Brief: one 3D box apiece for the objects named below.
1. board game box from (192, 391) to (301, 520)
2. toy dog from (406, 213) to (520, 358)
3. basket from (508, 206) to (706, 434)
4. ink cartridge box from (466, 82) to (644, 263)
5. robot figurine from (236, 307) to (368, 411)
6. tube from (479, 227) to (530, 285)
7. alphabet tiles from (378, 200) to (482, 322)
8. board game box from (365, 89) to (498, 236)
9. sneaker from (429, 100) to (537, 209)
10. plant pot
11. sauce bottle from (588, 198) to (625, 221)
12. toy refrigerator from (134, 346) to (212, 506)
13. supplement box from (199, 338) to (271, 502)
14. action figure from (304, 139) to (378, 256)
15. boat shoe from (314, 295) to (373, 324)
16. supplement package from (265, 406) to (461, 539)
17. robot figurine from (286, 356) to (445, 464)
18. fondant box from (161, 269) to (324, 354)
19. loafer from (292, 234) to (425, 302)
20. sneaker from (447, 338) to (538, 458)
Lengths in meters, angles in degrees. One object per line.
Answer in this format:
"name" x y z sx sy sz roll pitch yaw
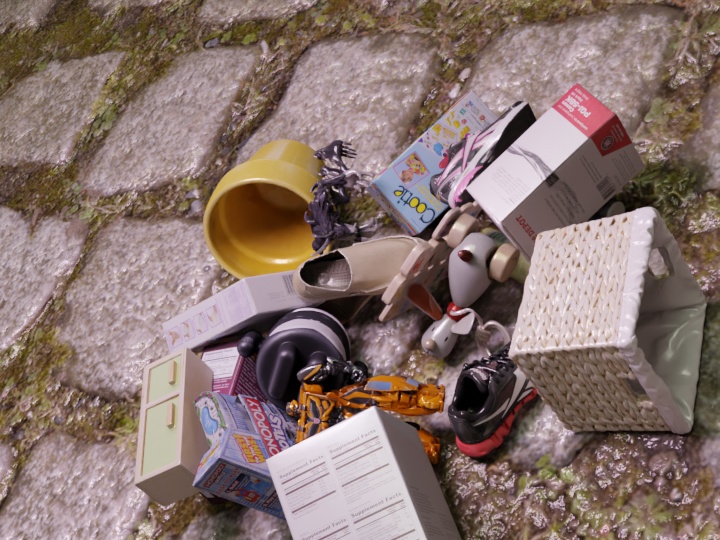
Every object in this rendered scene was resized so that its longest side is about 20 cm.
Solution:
"board game box" -0.134 0.232 1.577 0.062 0.200 0.200 -49 46 23
"toy dog" 0.127 0.029 1.592 0.132 0.096 0.200 12 104 30
"basket" 0.297 0.064 1.449 0.161 0.198 0.200 -6 50 34
"ink cartridge box" 0.254 -0.121 1.599 0.200 0.147 0.083 -43 54 3
"robot figurine" -0.077 0.124 1.679 0.125 0.150 0.200 -33 8 9
"tube" 0.239 -0.001 1.667 0.200 0.052 0.058 27 112 42
"alphabet tiles" 0.100 -0.012 1.667 0.015 0.200 0.196 41 118 16
"board game box" 0.117 -0.156 1.818 0.200 0.105 0.103 -43 3 -6
"sneaker" 0.168 -0.170 1.734 0.086 0.080 0.200 25 62 38
"plant pot" -0.127 -0.104 1.923 0.201 0.201 0.189 -18 29 22
"sauce bottle" 0.278 -0.101 1.713 0.200 0.065 0.065 27 71 45
"toy refrigerator" -0.249 0.204 1.637 0.076 0.070 0.200 -25 41 20
"supplement box" -0.184 0.210 1.723 0.086 0.110 0.200 -11 47 32
"action figure" -0.026 -0.099 1.755 0.102 0.119 0.200 0 43 3
"boat shoe" -0.014 0.026 1.810 0.200 0.072 0.065 -40 -3 19
"supplement package" 0.013 0.290 1.431 0.151 0.152 0.200 -28 65 12
"robot figurine" 0.004 0.186 1.555 0.200 0.145 0.058 5 14 2
"fondant box" -0.171 0.062 1.784 0.200 0.144 0.058 -29 77 40
"loafer" 0.000 0.000 1.695 0.200 0.068 0.076 -16 81 6
"sneaker" 0.177 0.136 1.544 0.071 0.098 0.200 21 66 47
